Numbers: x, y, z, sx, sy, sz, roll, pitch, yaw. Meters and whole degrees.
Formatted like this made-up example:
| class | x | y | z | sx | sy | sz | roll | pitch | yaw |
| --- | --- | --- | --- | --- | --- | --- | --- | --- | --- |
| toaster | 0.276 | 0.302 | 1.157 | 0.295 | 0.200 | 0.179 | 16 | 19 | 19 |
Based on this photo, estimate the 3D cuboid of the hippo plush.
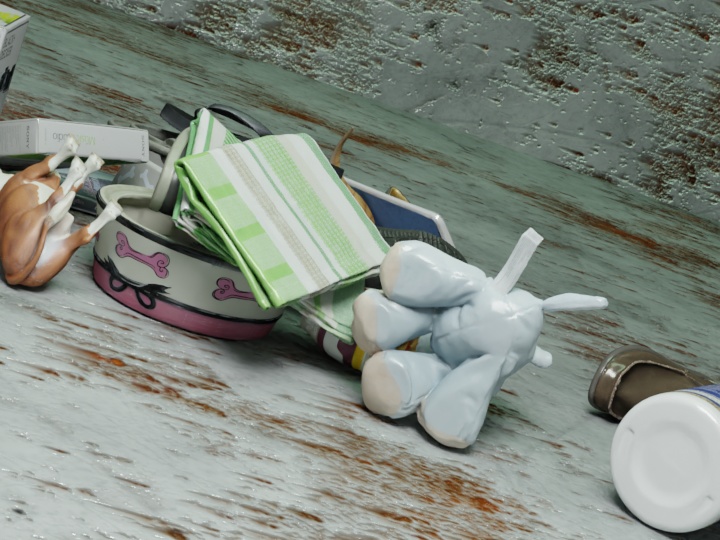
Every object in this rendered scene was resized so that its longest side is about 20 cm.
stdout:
| class | x | y | z | sx | sy | sz | roll | pitch | yaw |
| --- | --- | --- | --- | --- | --- | --- | --- | --- | --- |
| hippo plush | 0.086 | 0.042 | 1.352 | 0.159 | 0.200 | 0.161 | 44 | 7 | 7 |

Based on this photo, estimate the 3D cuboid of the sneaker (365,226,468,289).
| class | x | y | z | sx | sy | sz | roll | pitch | yaw |
| --- | --- | --- | --- | --- | --- | --- | --- | --- | --- |
| sneaker | 0.000 | 0.003 | 1.563 | 0.198 | 0.104 | 0.061 | 13 | 53 | -25 |

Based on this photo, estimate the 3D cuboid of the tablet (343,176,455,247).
| class | x | y | z | sx | sy | sz | roll | pitch | yaw |
| --- | --- | --- | --- | --- | --- | --- | --- | --- | --- |
| tablet | 0.037 | -0.042 | 1.788 | 0.199 | 0.014 | 0.131 | 25 | -31 | 42 |

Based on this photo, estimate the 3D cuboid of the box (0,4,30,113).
| class | x | y | z | sx | sy | sz | roll | pitch | yaw |
| --- | --- | --- | --- | --- | --- | --- | --- | --- | --- |
| box | -0.328 | -0.115 | 1.280 | 0.060 | 0.202 | 0.117 | 18 | 11 | -6 |

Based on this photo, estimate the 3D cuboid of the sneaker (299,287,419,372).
| class | x | y | z | sx | sy | sz | roll | pitch | yaw |
| --- | --- | --- | --- | --- | --- | --- | --- | --- | --- |
| sneaker | 0.013 | 0.040 | 1.471 | 0.090 | 0.076 | 0.200 | 29 | 13 | 13 |

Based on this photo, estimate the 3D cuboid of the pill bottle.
| class | x | y | z | sx | sy | sz | roll | pitch | yaw |
| --- | --- | --- | --- | --- | --- | --- | --- | --- | --- |
| pill bottle | 0.297 | 0.153 | 1.353 | 0.110 | 0.112 | 0.199 | 27 | 14 | 28 |

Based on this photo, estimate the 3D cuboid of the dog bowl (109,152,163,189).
| class | x | y | z | sx | sy | sz | roll | pitch | yaw |
| --- | --- | --- | --- | --- | --- | --- | --- | --- | --- |
| dog bowl | -0.158 | -0.071 | 1.634 | 0.198 | 0.059 | 0.200 | 20 | 12 | -5 |

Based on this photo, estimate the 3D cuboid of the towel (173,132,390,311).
| class | x | y | z | sx | sy | sz | roll | pitch | yaw |
| --- | --- | --- | --- | --- | --- | --- | --- | --- | --- |
| towel | -0.062 | -0.043 | 1.331 | 0.150 | 0.031 | 0.199 | 54 | 30 | 9 |

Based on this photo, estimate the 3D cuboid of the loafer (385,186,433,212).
| class | x | y | z | sx | sy | sz | roll | pitch | yaw |
| --- | --- | --- | --- | --- | --- | --- | --- | --- | --- |
| loafer | 0.068 | -0.038 | 1.910 | 0.072 | 0.073 | 0.200 | 11 | 16 | -40 |

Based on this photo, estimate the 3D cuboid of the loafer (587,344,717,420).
| class | x | y | z | sx | sy | sz | roll | pitch | yaw |
| --- | --- | --- | --- | --- | --- | --- | --- | --- | --- |
| loafer | 0.308 | 0.124 | 1.587 | 0.199 | 0.074 | 0.071 | 11 | 14 | -38 |

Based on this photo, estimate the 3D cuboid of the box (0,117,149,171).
| class | x | y | z | sx | sy | sz | roll | pitch | yaw |
| --- | --- | --- | --- | --- | --- | --- | --- | --- | --- |
| box | -0.320 | -0.118 | 1.523 | 0.198 | 0.037 | 0.144 | 1 | 1 | 36 |

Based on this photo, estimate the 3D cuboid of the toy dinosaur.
| class | x | y | z | sx | sy | sz | roll | pitch | yaw |
| --- | --- | --- | --- | --- | --- | --- | --- | --- | --- |
| toy dinosaur | -0.019 | -0.069 | 1.758 | 0.201 | 0.105 | 0.061 | 61 | 6 | -34 |

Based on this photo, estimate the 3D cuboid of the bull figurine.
| class | x | y | z | sx | sy | sz | roll | pitch | yaw |
| --- | --- | --- | --- | --- | --- | --- | --- | --- | --- |
| bull figurine | -0.272 | -0.054 | 1.356 | 0.065 | 0.121 | 0.200 | 45 | 4 | -33 |

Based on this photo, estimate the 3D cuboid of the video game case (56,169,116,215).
| class | x | y | z | sx | sy | sz | roll | pitch | yaw |
| --- | --- | --- | --- | --- | --- | --- | --- | --- | --- |
| video game case | -0.252 | -0.075 | 1.675 | 0.198 | 0.019 | 0.143 | 17 | 12 | -20 |

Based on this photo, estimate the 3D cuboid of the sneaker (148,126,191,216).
| class | x | y | z | sx | sy | sz | roll | pitch | yaw |
| --- | --- | --- | --- | --- | --- | --- | --- | --- | --- |
| sneaker | -0.111 | -0.074 | 1.414 | 0.105 | 0.075 | 0.200 | 27 | 15 | 6 |

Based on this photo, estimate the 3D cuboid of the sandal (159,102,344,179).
| class | x | y | z | sx | sy | sz | roll | pitch | yaw |
| --- | --- | --- | --- | --- | --- | --- | --- | --- | --- |
| sandal | -0.110 | -0.139 | 1.661 | 0.198 | 0.043 | 0.076 | 19 | 7 | -7 |

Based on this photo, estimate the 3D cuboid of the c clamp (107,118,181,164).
| class | x | y | z | sx | sy | sz | roll | pitch | yaw |
| --- | --- | --- | --- | --- | --- | --- | --- | --- | --- |
| c clamp | -0.154 | -0.117 | 1.635 | 0.199 | 0.027 | 0.171 | 12 | 15 | -40 |

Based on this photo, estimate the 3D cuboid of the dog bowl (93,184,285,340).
| class | x | y | z | sx | sy | sz | roll | pitch | yaw |
| --- | --- | --- | --- | --- | --- | --- | --- | --- | --- |
| dog bowl | -0.147 | -0.005 | 1.409 | 0.198 | 0.074 | 0.200 | 19 | 12 | -4 |

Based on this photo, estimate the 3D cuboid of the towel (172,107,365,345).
| class | x | y | z | sx | sy | sz | roll | pitch | yaw |
| --- | --- | --- | --- | --- | --- | --- | --- | --- | --- |
| towel | -0.070 | -0.037 | 1.355 | 0.199 | 0.023 | 0.153 | 36 | 32 | -25 |
